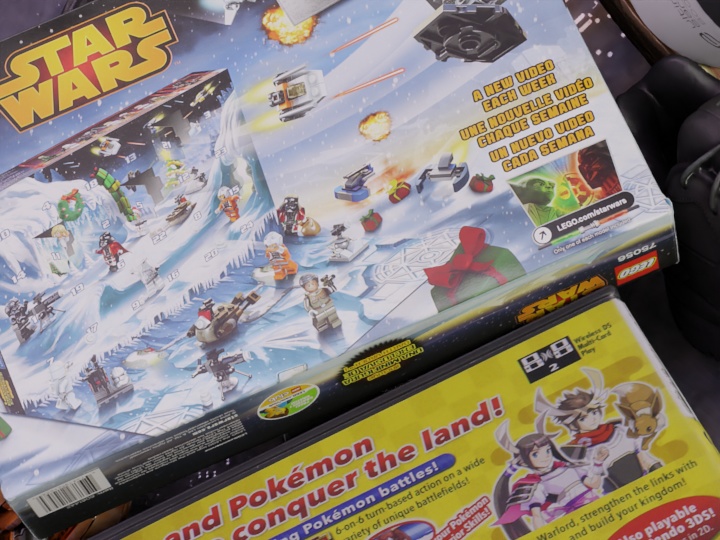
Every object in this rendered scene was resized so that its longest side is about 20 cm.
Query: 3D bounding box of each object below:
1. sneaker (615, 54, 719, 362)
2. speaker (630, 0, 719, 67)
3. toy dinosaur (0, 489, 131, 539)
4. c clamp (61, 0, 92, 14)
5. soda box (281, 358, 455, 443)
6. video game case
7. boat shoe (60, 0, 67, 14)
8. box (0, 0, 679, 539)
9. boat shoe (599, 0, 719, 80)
[{"bbox_3d":[0.128,-0.006,0.807,0.076,0.091,0.200,-41,28,-14],"label":"sneaker"},{"bbox_3d":[0.147,-0.101,0.786,0.081,0.081,0.200,-60,20,-13],"label":"speaker"},{"bbox_3d":[-0.105,0.065,0.889,0.200,0.102,0.136,-31,27,-9],"label":"toy dinosaur"},{"bbox_3d":[-0.006,-0.076,0.973,0.171,0.027,0.200,27,73,9],"label":"c clamp"},{"bbox_3d":[0.000,0.000,0.891,0.063,0.071,0.200,-9,68,0],"label":"soda box"},{"bbox_3d":[0.015,0.110,0.761,0.200,0.026,0.181,-26,46,-2],"label":"video game case"},{"bbox_3d":[-0.094,-0.042,0.995,0.073,0.065,0.200,2,63,30],"label":"boat shoe"},{"bbox_3d":[-0.028,-0.025,0.842,0.200,0.040,0.137,-23,65,-1],"label":"box"},{"bbox_3d":[0.092,-0.126,0.944,0.068,0.072,0.200,-33,50,9],"label":"boat shoe"}]
